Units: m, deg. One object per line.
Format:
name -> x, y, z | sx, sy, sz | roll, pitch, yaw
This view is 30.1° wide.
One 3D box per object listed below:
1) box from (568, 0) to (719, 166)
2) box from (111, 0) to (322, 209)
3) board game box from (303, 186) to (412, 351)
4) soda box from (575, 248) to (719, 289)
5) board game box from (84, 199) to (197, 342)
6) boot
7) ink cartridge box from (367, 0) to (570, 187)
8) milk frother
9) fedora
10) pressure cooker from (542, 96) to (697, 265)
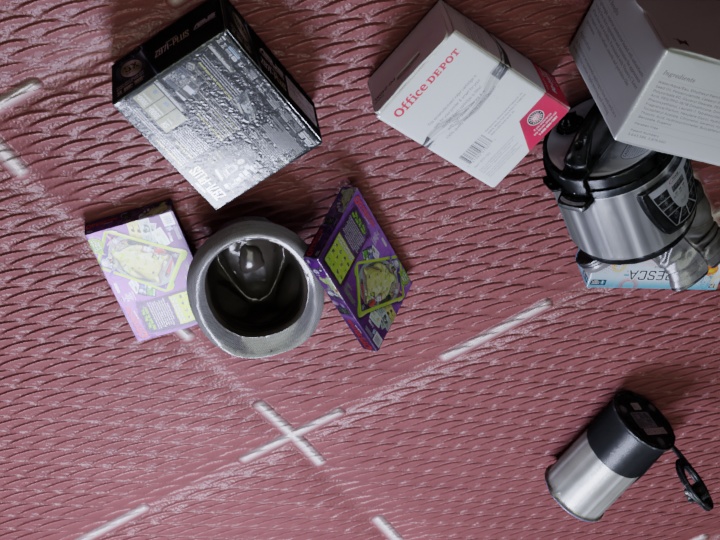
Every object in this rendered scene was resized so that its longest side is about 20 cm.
box -> 0.380, -0.240, 1.578 | 0.199, 0.199, 0.131 | 11, 128, -20
box -> -0.168, -0.196, 1.581 | 0.163, 0.086, 0.200 | -31, 129, 15
board game box -> 0.000, 0.000, 1.765 | 0.032, 0.120, 0.200 | 11, 148, 36
soda box -> 0.407, -0.019, 1.869 | 0.199, 0.064, 0.069 | 2, 130, -12
board game box -> -0.273, 0.003, 1.773 | 0.120, 0.032, 0.200 | -18, 131, -1
boot -> 0.398, -0.020, 1.791 | 0.200, 0.070, 0.132 | -31, 115, 3
ink cartridge box -> 0.129, -0.213, 1.628 | 0.200, 0.084, 0.145 | 28, 121, -30
milk frother -> 0.424, 0.328, 2.087 | 0.180, 0.200, 0.188 | 16, 126, -29
fedora -> -0.140, 0.008, 1.761 | 0.176, 0.090, 0.200 | -19, 123, 2
pressure cooker -> 0.320, -0.127, 1.683 | 0.178, 0.176, 0.200 | -20, 131, 10
